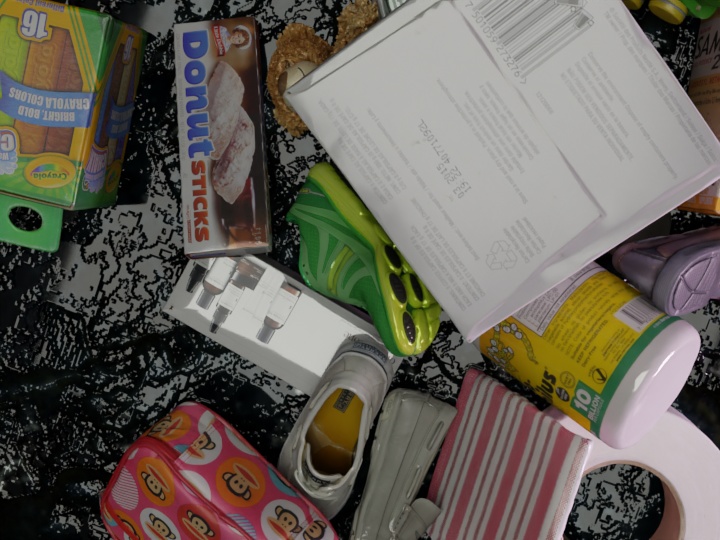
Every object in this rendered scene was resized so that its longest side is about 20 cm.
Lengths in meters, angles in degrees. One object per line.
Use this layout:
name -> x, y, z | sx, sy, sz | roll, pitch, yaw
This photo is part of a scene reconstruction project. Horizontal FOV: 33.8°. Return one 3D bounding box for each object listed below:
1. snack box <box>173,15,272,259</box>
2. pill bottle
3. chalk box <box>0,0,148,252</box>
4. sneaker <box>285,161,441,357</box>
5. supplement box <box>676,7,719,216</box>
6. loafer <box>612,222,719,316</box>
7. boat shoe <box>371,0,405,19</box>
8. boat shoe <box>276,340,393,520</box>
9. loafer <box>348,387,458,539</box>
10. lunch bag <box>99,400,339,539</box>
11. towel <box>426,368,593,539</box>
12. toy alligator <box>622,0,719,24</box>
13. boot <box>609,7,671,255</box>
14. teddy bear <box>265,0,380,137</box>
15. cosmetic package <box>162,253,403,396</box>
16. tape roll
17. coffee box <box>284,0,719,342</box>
snack box -> -0.116, -0.112, 0.995 | 0.071, 0.024, 0.202 | -5, 78, 4
pill bottle -> 0.157, 0.041, 0.944 | 0.200, 0.113, 0.113 | 36, 96, 27
chalk box -> -0.265, -0.117, 0.978 | 0.123, 0.124, 0.202 | 12, 95, 3
sneaker -> 0.000, 0.000, 0.973 | 0.084, 0.074, 0.201 | -48, 50, 22
supplement box -> 0.310, -0.141, 0.939 | 0.073, 0.126, 0.202 | 9, 94, -2
loafer -> 0.273, -0.011, 0.940 | 0.063, 0.199, 0.072 | 32, 116, 36
boat shoe -> 0.046, -0.194, 0.982 | 0.073, 0.067, 0.201 | -26, 93, 5
boat shoe -> -0.029, 0.151, 0.975 | 0.071, 0.070, 0.201 | 27, 124, 2
loafer -> 0.032, 0.198, 0.984 | 0.069, 0.070, 0.201 | 13, 78, 5
lunch bag -> -0.123, 0.224, 0.994 | 0.200, 0.082, 0.176 | 42, 134, 7
towel -> 0.114, 0.172, 0.947 | 0.030, 0.200, 0.147 | 15, 96, -23
toy alligator -> 0.225, -0.241, 0.959 | 0.200, 0.054, 0.060 | 32, 92, 37
boot -> 0.215, -0.106, 0.989 | 0.138, 0.077, 0.201 | 27, 79, -23
teddy bear -> 0.009, -0.141, 0.958 | 0.199, 0.067, 0.146 | 28, 134, 9
cosmetic package -> -0.062, 0.048, 1.016 | 0.199, 0.051, 0.083 | 29, 96, 1
tape roll -> 0.214, 0.203, 1.001 | 0.201, 0.071, 0.204 | 0, 95, 4
coffee box -> 0.094, -0.104, 0.811 | 0.199, 0.198, 0.200 | -35, 97, 9
